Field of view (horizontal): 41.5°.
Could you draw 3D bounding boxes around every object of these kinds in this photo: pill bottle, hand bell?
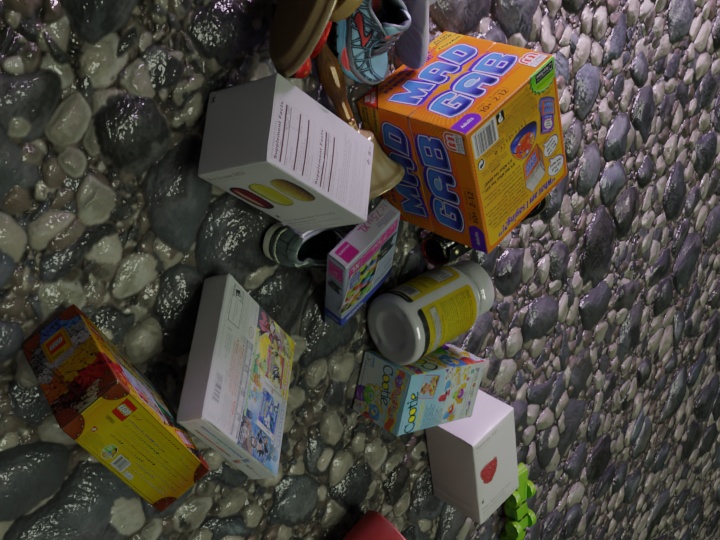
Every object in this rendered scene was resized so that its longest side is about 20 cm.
[{"bbox_3d":[0.116,0.060,1.500,0.199,0.114,0.116,-25,126,-39],"label":"pill bottle"},{"bbox_3d":[-0.018,-0.203,1.257,0.104,0.103,0.202,-38,122,-30],"label":"hand bell"}]

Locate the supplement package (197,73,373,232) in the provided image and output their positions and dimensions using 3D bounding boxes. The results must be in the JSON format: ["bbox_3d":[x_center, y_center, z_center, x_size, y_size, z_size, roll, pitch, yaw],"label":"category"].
[{"bbox_3d":[-0.086,-0.136,1.153,0.199,0.112,0.111,27,62,-50],"label":"supplement package"}]

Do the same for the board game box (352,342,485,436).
[{"bbox_3d":[0.097,0.186,1.548,0.198,0.102,0.106,-3,111,-48],"label":"board game box"}]

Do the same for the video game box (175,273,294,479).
[{"bbox_3d":[-0.153,0.137,1.212,0.182,0.046,0.202,50,37,-46],"label":"video game box"}]

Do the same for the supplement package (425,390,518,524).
[{"bbox_3d":[0.204,0.332,1.729,0.121,0.119,0.202,-35,131,-31],"label":"supplement package"}]

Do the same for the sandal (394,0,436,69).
[{"bbox_3d":[0.079,-0.377,1.280,0.059,0.079,0.209,-34,139,-34],"label":"sandal"}]

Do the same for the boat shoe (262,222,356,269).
[{"bbox_3d":[-0.045,-0.031,1.312,0.199,0.061,0.074,0,105,-50],"label":"boat shoe"}]

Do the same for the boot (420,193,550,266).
[{"bbox_3d":[0.192,-0.074,1.475,0.153,0.203,0.074,-37,98,-25],"label":"boot"}]

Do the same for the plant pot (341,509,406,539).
[{"bbox_3d":[0.008,0.529,1.562,0.176,0.200,0.202,-35,133,-20],"label":"plant pot"}]

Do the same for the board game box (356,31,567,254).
[{"bbox_3d":[0.149,-0.186,1.349,0.200,0.198,0.202,-42,135,-27],"label":"board game box"}]

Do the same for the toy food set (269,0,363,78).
[{"bbox_3d":[-0.047,-0.314,1.081,0.048,0.199,0.201,18,124,-23],"label":"toy food set"}]

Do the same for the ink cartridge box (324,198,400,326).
[{"bbox_3d":[0.000,0.000,1.337,0.119,0.042,0.201,-46,164,-25],"label":"ink cartridge box"}]

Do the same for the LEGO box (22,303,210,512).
[{"bbox_3d":[-0.273,0.157,1.068,0.077,0.149,0.201,-38,136,-7],"label":"LEGO box"}]

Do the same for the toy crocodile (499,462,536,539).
[{"bbox_3d":[0.328,0.497,2.006,0.067,0.061,0.203,-26,121,-38],"label":"toy crocodile"}]

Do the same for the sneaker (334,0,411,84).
[{"bbox_3d":[0.018,-0.306,1.206,0.080,0.095,0.201,-53,153,-24],"label":"sneaker"}]
